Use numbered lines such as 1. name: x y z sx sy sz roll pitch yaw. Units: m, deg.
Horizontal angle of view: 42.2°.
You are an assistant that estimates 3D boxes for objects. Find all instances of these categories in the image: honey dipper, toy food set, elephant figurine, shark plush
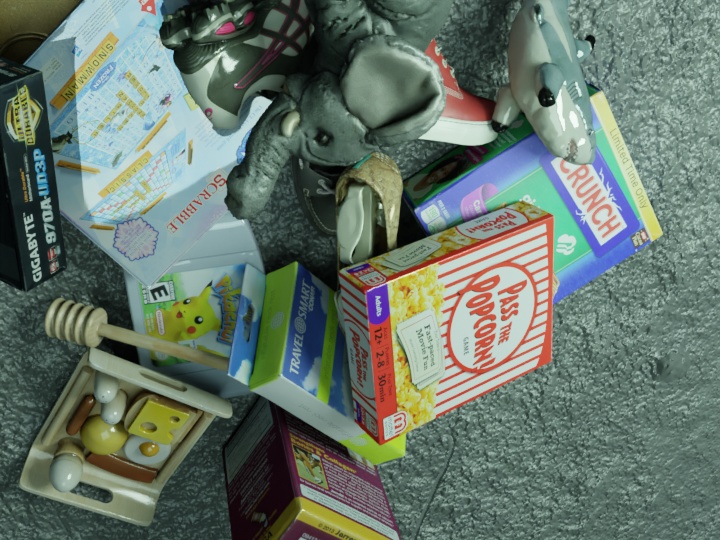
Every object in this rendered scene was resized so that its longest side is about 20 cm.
1. honey dipper: -0.188 0.066 0.841 0.197 0.038 0.039 14 114 10
2. toy food set: -0.227 0.167 0.891 0.142 0.061 0.201 24 127 -21
3. elephant figurine: -0.003 -0.139 0.667 0.153 0.141 0.204 11 111 26
4. shark plush: 0.166 -0.193 0.808 0.082 0.203 0.091 7 158 -19

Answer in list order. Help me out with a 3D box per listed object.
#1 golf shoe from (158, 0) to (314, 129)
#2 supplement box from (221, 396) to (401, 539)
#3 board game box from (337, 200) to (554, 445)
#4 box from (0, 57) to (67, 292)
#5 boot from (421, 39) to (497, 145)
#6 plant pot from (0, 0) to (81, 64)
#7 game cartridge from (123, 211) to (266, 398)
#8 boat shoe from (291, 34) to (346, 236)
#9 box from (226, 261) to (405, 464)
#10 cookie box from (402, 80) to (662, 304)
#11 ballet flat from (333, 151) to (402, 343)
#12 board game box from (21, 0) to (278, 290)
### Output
1. golf shoe: -0.072 -0.184 0.729 0.200 0.076 0.089 -41 122 -42
2. supplement box: -0.052 0.223 0.903 0.130 0.201 0.104 31 106 -24
3. board game box: 0.081 0.042 0.814 0.198 0.046 0.154 -22 122 -26
4. box: -0.312 -0.091 0.703 0.198 0.046 0.161 22 125 25
5. boot: 0.060 -0.185 0.786 0.198 0.072 0.147 -1 106 -43
6. plant pot: -0.266 -0.163 0.766 0.196 0.028 0.203 -5 115 -10
7. game cartridge: -0.151 0.035 0.884 0.131 0.041 0.203 -10 117 -13
8. boat shoe: -0.026 -0.117 0.826 0.066 0.057 0.203 -4 116 -11
9. box: -0.031 0.084 0.866 0.047 0.123 0.199 -23 136 33
10. cookie box: 0.163 -0.058 0.889 0.198 0.075 0.172 -33 118 3
11. ballet flat: 0.000 0.000 0.814 0.070 0.065 0.204 4 103 31
12. board game box: -0.178 -0.120 0.765 0.200 0.041 0.200 -41 114 8
